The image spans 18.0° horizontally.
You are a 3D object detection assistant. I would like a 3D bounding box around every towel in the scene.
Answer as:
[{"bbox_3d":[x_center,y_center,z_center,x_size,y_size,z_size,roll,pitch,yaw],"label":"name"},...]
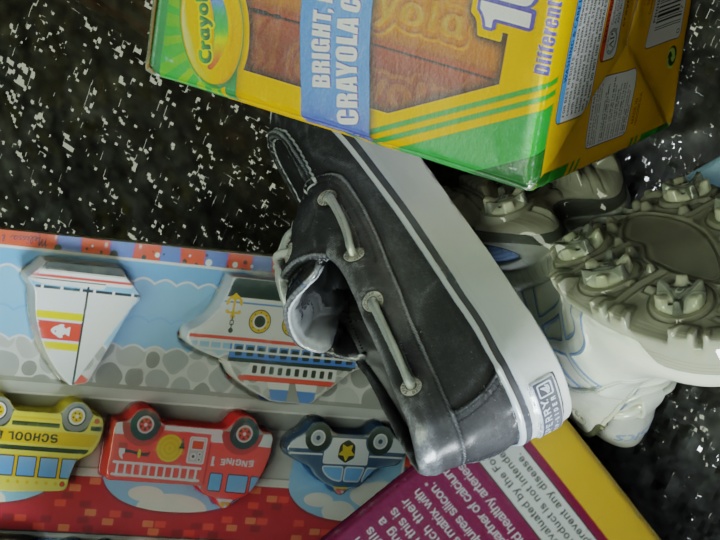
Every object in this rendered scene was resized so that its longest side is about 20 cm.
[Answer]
[{"bbox_3d":[-0.053,0.106,0.888,0.023,0.151,0.202,23,118,60],"label":"towel"}]

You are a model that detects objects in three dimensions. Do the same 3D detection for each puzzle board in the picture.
[{"bbox_3d":[-0.065,0.067,0.847,0.017,0.199,0.152,26,108,61],"label":"puzzle board"}]

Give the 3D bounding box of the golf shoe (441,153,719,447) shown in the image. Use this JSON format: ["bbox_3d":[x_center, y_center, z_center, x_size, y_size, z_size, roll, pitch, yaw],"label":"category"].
[{"bbox_3d":[0.097,0.018,0.776,0.200,0.078,0.098,-145,35,-67],"label":"golf shoe"}]

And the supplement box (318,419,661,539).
[{"bbox_3d":[0.018,0.153,0.813,0.199,0.103,0.131,-36,84,-12],"label":"supplement box"}]

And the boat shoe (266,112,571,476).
[{"bbox_3d":[0.000,0.000,0.809,0.200,0.067,0.072,55,166,43],"label":"boat shoe"}]

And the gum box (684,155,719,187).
[{"bbox_3d":[0.232,-0.003,0.746,0.199,0.044,0.171,-29,88,31],"label":"gum box"}]

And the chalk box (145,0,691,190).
[{"bbox_3d":[0.008,-0.122,0.795,0.199,0.124,0.125,17,110,25],"label":"chalk box"}]
